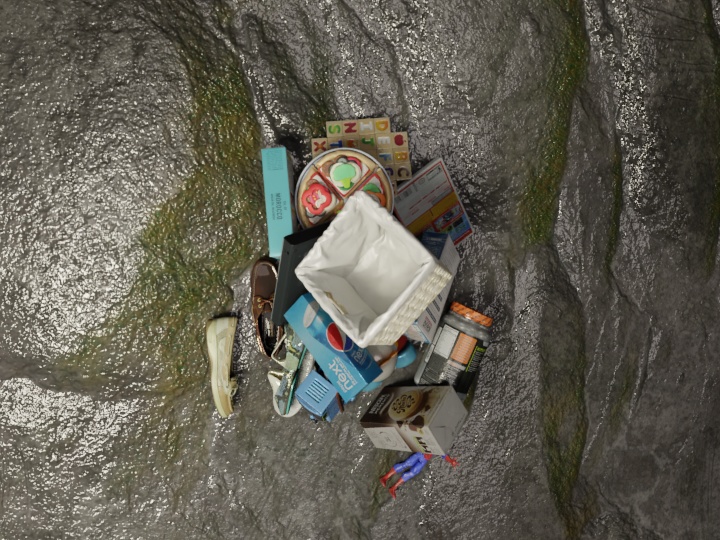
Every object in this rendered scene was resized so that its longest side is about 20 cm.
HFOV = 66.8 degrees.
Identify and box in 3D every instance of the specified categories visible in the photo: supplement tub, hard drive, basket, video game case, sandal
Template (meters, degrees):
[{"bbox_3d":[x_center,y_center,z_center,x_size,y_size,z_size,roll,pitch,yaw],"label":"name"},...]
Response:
[{"bbox_3d":[0.208,0.178,1.198,0.121,0.122,0.203,23,93,-17],"label":"supplement tub"},{"bbox_3d":[-0.100,0.006,1.051,0.138,0.033,0.202,-24,142,-40],"label":"hard drive"},{"bbox_3d":[0.030,0.002,0.986,0.198,0.160,0.201,45,102,24],"label":"basket"},{"bbox_3d":[0.152,-0.119,1.163,0.142,0.017,0.201,-36,121,-7],"label":"video game case"},{"bbox_3d":[-0.125,0.216,1.154,0.049,0.082,0.206,3,110,-57],"label":"sandal"}]

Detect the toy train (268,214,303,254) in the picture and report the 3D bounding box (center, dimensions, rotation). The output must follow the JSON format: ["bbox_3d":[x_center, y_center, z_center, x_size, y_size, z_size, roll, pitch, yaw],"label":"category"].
[{"bbox_3d":[-0.117,-0.106,1.116,0.046,0.034,0.201,40,88,-27],"label":"toy train"}]

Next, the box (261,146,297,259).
[{"bbox_3d":[-0.153,-0.127,1.053,0.048,0.082,0.204,-5,88,1],"label":"box"}]

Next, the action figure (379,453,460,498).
[{"bbox_3d":[0.144,0.443,1.241,0.200,0.099,0.066,-42,108,-7],"label":"action figure"}]

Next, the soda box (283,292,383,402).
[{"bbox_3d":[-0.051,0.135,1.011,0.068,0.064,0.201,-44,79,31],"label":"soda box"}]

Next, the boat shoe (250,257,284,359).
[{"bbox_3d":[-0.185,0.078,1.108,0.069,0.070,0.204,-7,99,-6],"label":"boat shoe"}]

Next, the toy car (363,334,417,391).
[{"bbox_3d":[0.037,0.157,1.110,0.175,0.200,0.186,-32,106,-7],"label":"toy car"}]

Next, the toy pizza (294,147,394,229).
[{"bbox_3d":[-0.031,-0.135,1.064,0.196,0.032,0.204,-1,103,-3],"label":"toy pizza"}]

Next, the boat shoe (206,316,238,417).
[{"bbox_3d":[-0.270,0.196,1.107,0.062,0.073,0.205,-6,93,-8],"label":"boat shoe"}]

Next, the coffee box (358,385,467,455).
[{"bbox_3d":[0.108,0.309,1.141,0.113,0.198,0.081,-47,112,-39],"label":"coffee box"}]

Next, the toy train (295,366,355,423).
[{"bbox_3d":[-0.068,0.249,1.107,0.086,0.201,0.115,36,70,16],"label":"toy train"}]

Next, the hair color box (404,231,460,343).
[{"bbox_3d":[0.136,0.033,1.110,0.100,0.060,0.203,51,55,-51],"label":"hair color box"}]

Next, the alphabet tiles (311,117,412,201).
[{"bbox_3d":[0.002,-0.224,1.098,0.196,0.006,0.170,-5,80,-3],"label":"alphabet tiles"}]

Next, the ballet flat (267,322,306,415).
[{"bbox_3d":[-0.149,0.192,1.087,0.073,0.074,0.203,13,105,-16],"label":"ballet flat"}]
